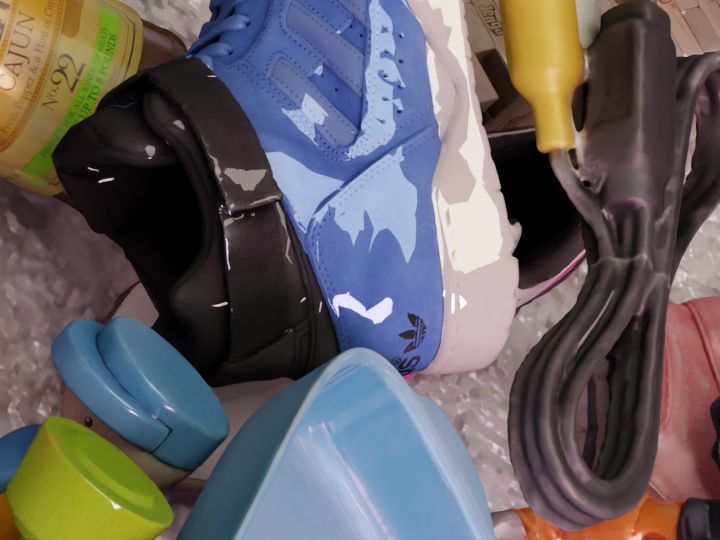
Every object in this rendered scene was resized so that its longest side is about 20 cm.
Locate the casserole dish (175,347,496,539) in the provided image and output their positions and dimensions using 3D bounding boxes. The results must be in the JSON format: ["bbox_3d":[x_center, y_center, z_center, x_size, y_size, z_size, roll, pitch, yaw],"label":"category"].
[{"bbox_3d":[-0.014,0.107,0.713,0.121,0.039,0.200,62,30,-25],"label":"casserole dish"}]

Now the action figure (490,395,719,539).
[{"bbox_3d":[0.123,0.114,0.826,0.193,0.105,0.200,-25,77,-2],"label":"action figure"}]

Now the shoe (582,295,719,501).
[{"bbox_3d":[0.117,0.102,0.916,0.091,0.071,0.200,2,72,-9],"label":"shoe"}]

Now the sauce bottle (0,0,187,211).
[{"bbox_3d":[-0.145,-0.081,0.831,0.200,0.065,0.065,25,50,-26],"label":"sauce bottle"}]

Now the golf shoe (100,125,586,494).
[{"bbox_3d":[0.000,0.000,0.874,0.200,0.092,0.073,-30,84,-42],"label":"golf shoe"}]

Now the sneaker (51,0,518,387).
[{"bbox_3d":[-0.033,-0.062,0.815,0.111,0.077,0.200,-6,74,-22],"label":"sneaker"}]

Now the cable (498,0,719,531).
[{"bbox_3d":[0.072,-0.009,0.857,0.097,0.050,0.200,33,55,-42],"label":"cable"}]

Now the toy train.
[{"bbox_3d":[-0.089,0.084,0.684,0.085,0.116,0.200,40,13,-7],"label":"toy train"}]

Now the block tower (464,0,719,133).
[{"bbox_3d":[0.071,-0.078,1.002,0.200,0.054,0.058,-17,74,-41],"label":"block tower"}]
